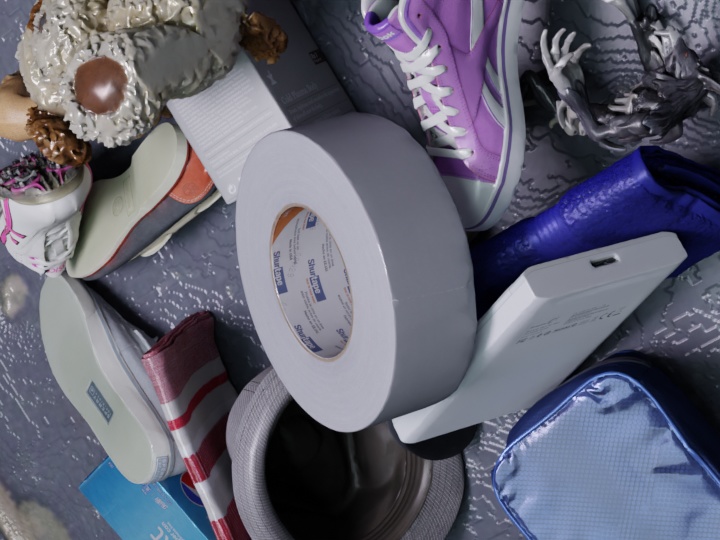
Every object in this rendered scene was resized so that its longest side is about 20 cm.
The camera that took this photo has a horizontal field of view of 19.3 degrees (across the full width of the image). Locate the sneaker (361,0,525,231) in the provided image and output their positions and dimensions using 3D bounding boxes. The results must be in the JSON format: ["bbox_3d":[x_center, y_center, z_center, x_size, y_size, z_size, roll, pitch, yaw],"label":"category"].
[{"bbox_3d":[0.044,-0.124,1.340,0.072,0.114,0.202,5,98,48],"label":"sneaker"}]

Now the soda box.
[{"bbox_3d":[-0.125,0.216,1.662,0.200,0.064,0.068,49,121,4],"label":"soda box"}]

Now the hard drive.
[{"bbox_3d":[0.116,0.047,1.409,0.026,0.131,0.200,63,144,19],"label":"hard drive"}]

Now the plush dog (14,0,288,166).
[{"bbox_3d":[-0.160,-0.160,1.408,0.171,0.160,0.202,-9,74,39],"label":"plush dog"}]

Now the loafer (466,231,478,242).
[{"bbox_3d":[0.000,0.000,1.526,0.200,0.068,0.076,-40,87,30],"label":"loafer"}]

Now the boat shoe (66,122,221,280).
[{"bbox_3d":[-0.160,-0.047,1.587,0.200,0.062,0.072,-39,53,45],"label":"boat shoe"}]

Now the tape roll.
[{"bbox_3d":[-0.006,0.000,1.378,0.200,0.066,0.202,34,131,49],"label":"tape roll"}]

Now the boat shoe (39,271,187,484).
[{"bbox_3d":[-0.183,0.081,1.638,0.201,0.071,0.070,55,131,29],"label":"boat shoe"}]

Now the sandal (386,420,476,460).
[{"bbox_3d":[0.048,0.067,1.483,0.043,0.076,0.201,27,149,36],"label":"sandal"}]

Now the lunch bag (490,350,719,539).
[{"bbox_3d":[0.195,0.160,1.454,0.136,0.132,0.201,-37,88,15],"label":"lunch bag"}]

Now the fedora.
[{"bbox_3d":[-0.026,0.139,1.555,0.200,0.177,0.090,43,165,-31],"label":"fedora"}]

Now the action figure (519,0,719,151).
[{"bbox_3d":[0.155,-0.128,1.384,0.199,0.119,0.103,-6,110,33],"label":"action figure"}]

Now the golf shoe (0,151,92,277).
[{"bbox_3d":[-0.232,-0.042,1.579,0.072,0.200,0.093,-26,98,-15],"label":"golf shoe"}]

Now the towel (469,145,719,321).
[{"bbox_3d":[0.149,-0.016,1.419,0.199,0.147,0.050,-31,58,29],"label":"towel"}]

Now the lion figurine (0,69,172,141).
[{"bbox_3d":[-0.216,-0.121,1.558,0.199,0.122,0.073,-13,102,29],"label":"lion figurine"}]

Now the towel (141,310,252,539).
[{"bbox_3d":[-0.101,0.136,1.579,0.023,0.144,0.201,-20,98,13],"label":"towel"}]

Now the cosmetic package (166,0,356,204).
[{"bbox_3d":[-0.096,-0.159,1.498,0.090,0.107,0.201,-28,95,29],"label":"cosmetic package"}]
